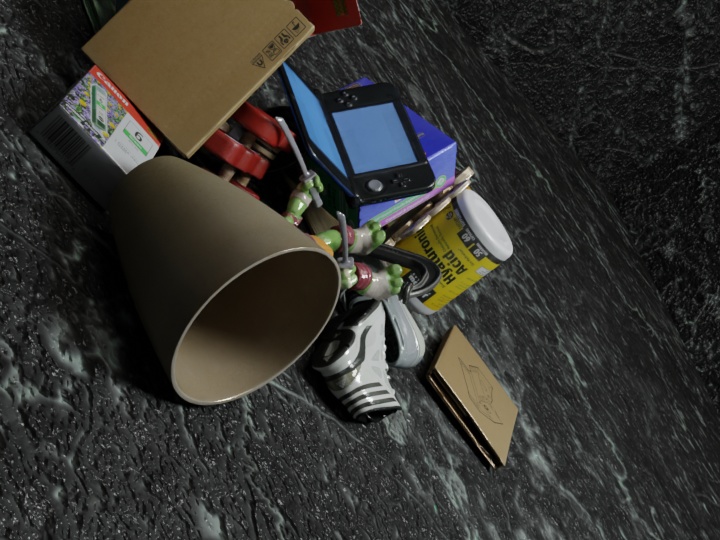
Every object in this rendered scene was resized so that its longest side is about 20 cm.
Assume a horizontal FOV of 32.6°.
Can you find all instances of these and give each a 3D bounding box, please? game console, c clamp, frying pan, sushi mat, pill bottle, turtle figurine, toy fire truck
[{"bbox_3d":[-0.009,-0.190,1.536,0.119,0.168,0.202,92,-18,-51],"label":"game console"},{"bbox_3d":[0.000,0.000,1.528,0.197,0.027,0.171,14,25,6],"label":"c clamp"},{"bbox_3d":[-0.143,-0.177,1.616,0.116,0.188,0.031,-58,149,-27],"label":"frying pan"},{"bbox_3d":[-0.076,-0.115,1.727,0.095,0.012,0.202,21,37,-59],"label":"sushi mat"},{"bbox_3d":[0.099,-0.010,1.670,0.111,0.199,0.112,44,21,-22],"label":"pill bottle"},{"bbox_3d":[-0.025,-0.039,1.382,0.193,0.202,0.143,9,16,-48],"label":"turtle figurine"},{"bbox_3d":[-0.174,-0.159,1.426,0.167,0.113,0.200,35,4,5],"label":"toy fire truck"}]

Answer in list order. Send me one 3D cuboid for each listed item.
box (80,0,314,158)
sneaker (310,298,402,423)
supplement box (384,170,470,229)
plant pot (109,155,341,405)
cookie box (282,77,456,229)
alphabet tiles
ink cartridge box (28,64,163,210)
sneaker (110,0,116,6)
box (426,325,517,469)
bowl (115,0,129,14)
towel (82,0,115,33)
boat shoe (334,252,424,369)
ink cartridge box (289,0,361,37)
[{"bbox_3d":[-0.174,-0.249,1.324,0.163,0.200,0.021,45,-5,0],"label":"box"},{"bbox_3d":[0.004,0.115,1.462,0.116,0.075,0.201,61,21,-12],"label":"sneaker"},{"bbox_3d":[0.066,-0.149,1.943,0.201,0.130,0.103,50,18,-11],"label":"supplement box"},{"bbox_3d":[-0.149,-0.011,1.165,0.200,0.188,0.187,47,14,30],"label":"plant pot"},{"bbox_3d":[0.002,-0.155,1.646,0.200,0.170,0.076,41,-31,36],"label":"cookie box"},{"bbox_3d":[0.070,-0.072,1.692,0.015,0.200,0.195,50,-22,-7],"label":"alphabet tiles"},{"bbox_3d":[-0.264,-0.152,1.287,0.109,0.050,0.201,47,20,-17],"label":"ink cartridge box"},{"bbox_3d":[-0.289,-0.357,1.497,0.199,0.075,0.082,32,39,-44],"label":"sneaker"},{"bbox_3d":[0.162,0.176,1.751,0.164,0.021,0.200,53,18,-4],"label":"box"},{"bbox_3d":[-0.211,-0.302,1.460,0.199,0.104,0.204,4,85,-48],"label":"bowl"},{"bbox_3d":[-0.279,-0.310,1.567,0.199,0.023,0.154,26,34,-54],"label":"towel"},{"bbox_3d":[0.011,0.037,1.581,0.202,0.070,0.071,58,23,16],"label":"boat shoe"},{"bbox_3d":[-0.105,-0.326,1.353,0.050,0.198,0.164,-30,110,-47],"label":"ink cartridge box"}]
